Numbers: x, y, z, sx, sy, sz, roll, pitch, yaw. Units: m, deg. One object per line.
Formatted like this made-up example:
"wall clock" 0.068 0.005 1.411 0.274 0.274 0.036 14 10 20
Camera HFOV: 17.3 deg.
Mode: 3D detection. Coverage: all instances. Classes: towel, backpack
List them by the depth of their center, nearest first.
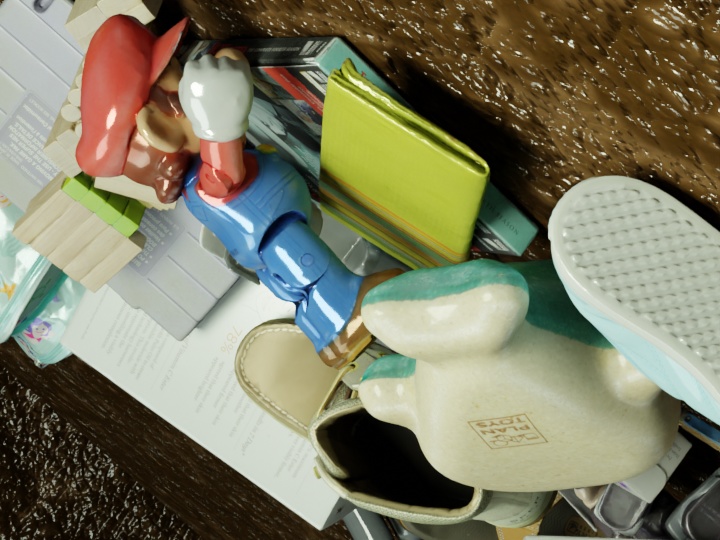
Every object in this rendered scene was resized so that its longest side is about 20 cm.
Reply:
"towel" 0.020 -0.042 1.126 0.086 0.018 0.200 32 166 7
"backpack" -0.208 -0.031 1.517 0.150 0.178 0.200 35 170 -1

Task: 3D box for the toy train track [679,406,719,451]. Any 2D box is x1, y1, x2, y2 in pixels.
"toy train track" 0.190 0.079 1.163 0.200 0.033 0.115 33 176 46

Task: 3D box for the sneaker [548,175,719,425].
"sneaker" 0.164 0.035 0.993 0.200 0.074 0.082 44 177 9

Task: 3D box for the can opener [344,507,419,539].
"can opener" -0.019 0.092 1.560 0.201 0.053 0.067 61 168 12

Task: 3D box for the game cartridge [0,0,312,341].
"game cartridge" -0.139 -0.066 1.330 0.200 0.038 0.130 42 125 -4

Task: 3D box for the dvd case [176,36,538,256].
"dvd case" -0.009 -0.065 1.201 0.146 0.022 0.200 42 166 -21

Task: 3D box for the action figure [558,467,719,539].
"action figure" 0.170 0.134 1.342 0.130 0.070 0.200 29 171 3

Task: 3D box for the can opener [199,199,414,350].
"can opener" 0.000 0.000 1.286 0.199 0.053 0.067 28 -163 -22

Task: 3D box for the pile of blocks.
"pile of blocks" -0.126 -0.083 1.268 0.082 0.062 0.201 18 129 -3

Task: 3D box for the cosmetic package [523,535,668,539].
"cosmetic package" 0.190 0.194 1.248 0.199 0.085 0.108 -3 158 32

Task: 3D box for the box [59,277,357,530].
"box" -0.057 0.040 1.415 0.200 0.125 0.097 35 -161 13

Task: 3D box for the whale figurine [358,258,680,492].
"whale figurine" 0.072 0.031 1.095 0.158 0.104 0.200 -9 153 25

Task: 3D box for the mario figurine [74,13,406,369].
"mario figurine" -0.048 -0.053 1.141 0.200 0.106 0.123 45 134 -3

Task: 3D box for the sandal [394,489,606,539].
"sandal" 0.106 0.151 1.432 0.200 0.082 0.055 29 180 -34

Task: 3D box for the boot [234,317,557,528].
"boot" -0.001 0.078 1.257 0.199 0.072 0.155 27 -175 19

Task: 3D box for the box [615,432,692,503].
"box" 0.110 0.075 1.284 0.041 0.039 0.200 39 175 -24
